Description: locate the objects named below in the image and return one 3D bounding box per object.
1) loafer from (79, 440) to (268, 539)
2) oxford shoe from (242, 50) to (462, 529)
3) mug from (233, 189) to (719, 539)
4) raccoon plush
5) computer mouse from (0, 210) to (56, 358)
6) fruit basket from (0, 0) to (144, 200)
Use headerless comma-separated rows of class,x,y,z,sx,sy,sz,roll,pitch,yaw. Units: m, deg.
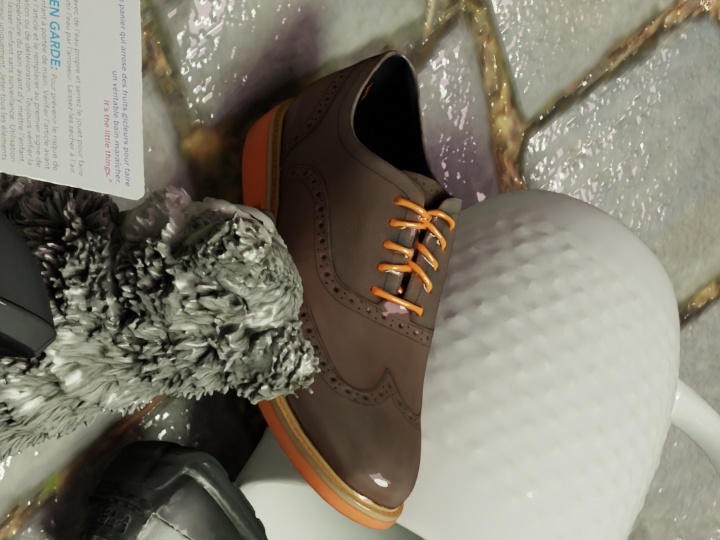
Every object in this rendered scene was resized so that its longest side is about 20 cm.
loafer,-0.048,0.152,0.959,0.071,0.068,0.201,-56,128,-29
oxford shoe,0.000,0.000,0.882,0.071,0.072,0.201,26,40,-37
mug,0.073,0.075,0.980,0.199,0.148,0.176,33,64,-1
raccoon plush,-0.103,0.046,0.822,0.201,0.134,0.097,-57,136,-17
computer mouse,-0.179,-0.023,0.687,0.140,0.199,0.046,28,74,-39
fruit basket,-0.155,-0.121,0.718,0.199,0.093,0.186,13,65,-41
